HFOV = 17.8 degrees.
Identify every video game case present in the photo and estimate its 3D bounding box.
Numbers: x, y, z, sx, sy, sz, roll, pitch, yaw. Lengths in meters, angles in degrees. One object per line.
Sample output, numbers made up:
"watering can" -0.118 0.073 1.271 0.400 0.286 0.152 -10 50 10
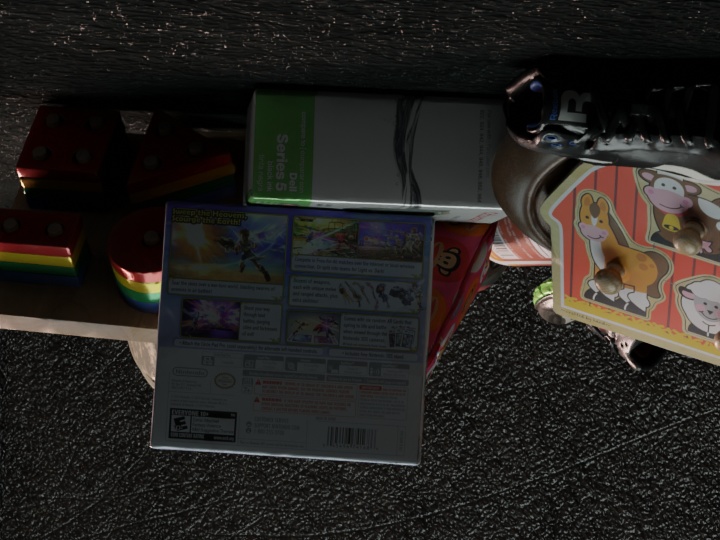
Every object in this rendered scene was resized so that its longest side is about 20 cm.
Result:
"video game case" -0.049 0.046 1.690 0.199 0.182 0.045 4 179 1

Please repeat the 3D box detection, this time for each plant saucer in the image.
"plant saucer" 0.190 -0.057 1.600 0.199 0.032 0.201 1 144 0

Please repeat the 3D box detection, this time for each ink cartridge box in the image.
"ink cartridge box" 0.015 -0.084 1.710 0.199 0.084 0.146 3 178 -5

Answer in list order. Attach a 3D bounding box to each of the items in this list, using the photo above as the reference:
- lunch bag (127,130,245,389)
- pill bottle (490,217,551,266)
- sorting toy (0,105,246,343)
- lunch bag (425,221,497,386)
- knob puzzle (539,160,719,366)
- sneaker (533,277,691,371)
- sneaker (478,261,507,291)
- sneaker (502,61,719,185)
"lunch bag" -0.149 -0.008 1.952 0.117 0.165 0.200 1 -154 16
"pill bottle" 0.181 -0.060 1.826 0.112 0.113 0.200 4 177 -39
"sorting toy" -0.187 -0.046 1.800 0.198 0.201 0.070 5 140 13
"lunch bag" 0.000 0.000 1.798 0.176 0.200 0.082 22 144 9
"knob puzzle" 0.209 -0.010 1.544 0.219 0.220 0.030 1 -138 36
"sneaker" 0.204 0.038 1.816 0.076 0.084 0.200 -13 -172 -29
"sneaker" 0.100 -0.024 2.047 0.071 0.098 0.201 14 -151 -4
"sneaker" 0.170 -0.093 1.423 0.112 0.073 0.200 5 177 -42
